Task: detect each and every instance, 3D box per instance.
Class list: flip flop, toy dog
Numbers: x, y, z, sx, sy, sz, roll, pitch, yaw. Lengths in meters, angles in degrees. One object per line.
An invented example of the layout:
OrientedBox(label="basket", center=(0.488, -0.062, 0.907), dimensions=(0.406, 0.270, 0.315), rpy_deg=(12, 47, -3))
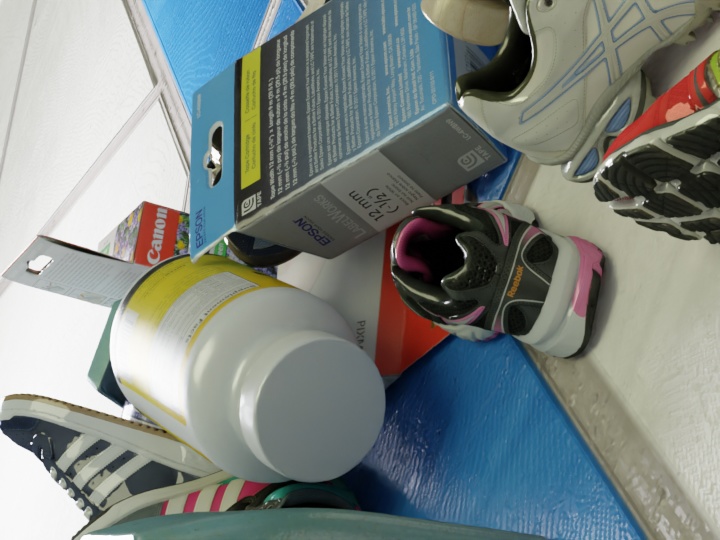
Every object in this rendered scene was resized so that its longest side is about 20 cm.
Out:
OrientedBox(label="flip flop", center=(-0.061, -0.055, 1.284), dimensions=(0.200, 0.080, 0.058), rpy_deg=(-117, 9, -60))
OrientedBox(label="toy dog", center=(0.098, -0.187, 1.087), dimensions=(0.201, 0.096, 0.132), rpy_deg=(-73, 11, -45))

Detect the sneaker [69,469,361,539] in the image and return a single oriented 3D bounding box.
OrientedBox(label="sneaker", center=(-0.079, 0.171, 1.141), dimensions=(0.121, 0.199, 0.084), rpy_deg=(15, 125, 62))

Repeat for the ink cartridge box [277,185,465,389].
OrientedBox(label="ink cartridge box", center=(0.000, 0.000, 1.229), dimensions=(0.200, 0.057, 0.164), rpy_deg=(129, 150, -57))

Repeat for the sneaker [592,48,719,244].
OrientedBox(label="sneaker", center=(0.173, -0.079, 0.813), dimensions=(0.200, 0.077, 0.085), rpy_deg=(-38, 29, 48))

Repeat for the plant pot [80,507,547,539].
OrientedBox(label="plant pot", center=(-0.049, 0.209, 0.980), dimensions=(0.196, 0.198, 0.198), rpy_deg=(162, 121, -67))

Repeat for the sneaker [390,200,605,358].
OrientedBox(label="sneaker", center=(0.051, -0.009, 1.038), dimensions=(0.200, 0.086, 0.081), rpy_deg=(4, 76, 70))

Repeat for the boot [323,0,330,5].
OrientedBox(label="boot", center=(0.005, -0.206, 1.323), dimensions=(0.201, 0.076, 0.168), rpy_deg=(-63, 24, 19))

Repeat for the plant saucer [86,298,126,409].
OrientedBox(label="plant saucer", center=(-0.145, 0.078, 1.412), dimensions=(0.200, 0.019, 0.070), rpy_deg=(50, -123, -65))

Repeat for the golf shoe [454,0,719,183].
OrientedBox(label="golf shoe", center=(0.117, -0.139, 0.949), dimensions=(0.201, 0.097, 0.078), rpy_deg=(-63, 21, 23))

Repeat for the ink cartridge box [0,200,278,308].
OrientedBox(label="ink cartridge box", center=(-0.140, -0.004, 1.378), dimensions=(0.109, 0.199, 0.051), rpy_deg=(148, 134, -61))

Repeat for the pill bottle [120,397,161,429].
OrientedBox(label="pill bottle", center=(-0.122, 0.156, 1.340), dimensions=(0.112, 0.111, 0.202), rpy_deg=(-170, 96, -70))

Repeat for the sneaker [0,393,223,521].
OrientedBox(label="sneaker", center=(-0.160, 0.149, 1.255), dimensions=(0.070, 0.199, 0.109), rpy_deg=(34, -108, -64))

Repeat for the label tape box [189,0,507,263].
OrientedBox(label="label tape box", center=(-0.011, -0.089, 1.191), dimensions=(0.199, 0.066, 0.144), rpy_deg=(-30, 43, 28))

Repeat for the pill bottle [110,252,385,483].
OrientedBox(label="pill bottle", center=(-0.065, 0.059, 1.152), dimensions=(0.200, 0.111, 0.113), rpy_deg=(21, 95, 61))

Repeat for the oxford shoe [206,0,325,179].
OrientedBox(label="oxford shoe", center=(-0.051, -0.141, 1.429), dimensions=(0.071, 0.073, 0.201), rpy_deg=(-121, 50, -64))
